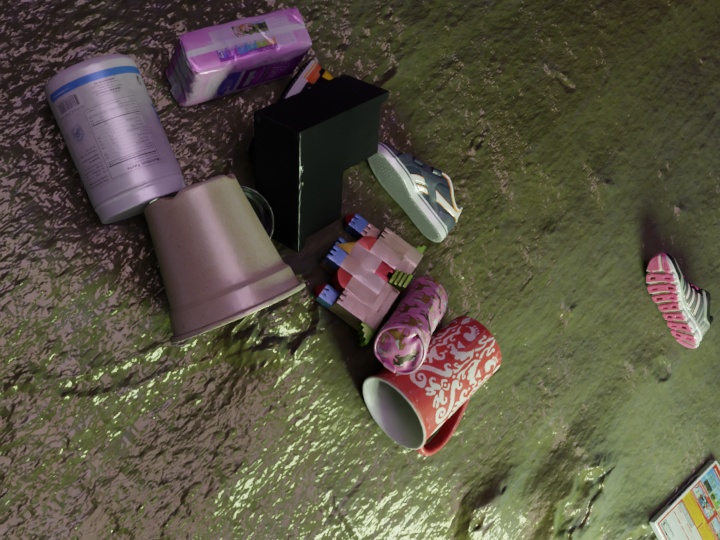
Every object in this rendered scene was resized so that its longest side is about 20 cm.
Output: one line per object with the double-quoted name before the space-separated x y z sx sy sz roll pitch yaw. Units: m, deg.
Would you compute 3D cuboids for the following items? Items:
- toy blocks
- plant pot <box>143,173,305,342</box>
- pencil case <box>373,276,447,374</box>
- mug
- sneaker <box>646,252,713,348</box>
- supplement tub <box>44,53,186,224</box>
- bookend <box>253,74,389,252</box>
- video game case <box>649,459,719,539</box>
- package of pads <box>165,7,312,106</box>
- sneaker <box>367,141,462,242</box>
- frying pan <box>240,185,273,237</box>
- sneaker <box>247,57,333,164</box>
"toy blocks" 0.000 0.000 1.342 0.136 0.100 0.200 35 69 -5
"plant pot" -0.202 -0.025 1.174 0.200 0.200 0.184 -25 94 -27
"pencil case" 0.079 0.081 1.310 0.200 0.082 0.087 -54 136 -65
"mug" 0.116 0.181 1.367 0.200 0.178 0.133 -35 62 -30
"sneaker" 0.617 0.045 1.643 0.087 0.074 0.201 -34 103 -26
"supplement tub" -0.333 -0.179 1.171 0.132 0.132 0.201 -25 95 -27
"bookend" -0.058 -0.166 1.295 0.200 0.092 0.200 -34 140 -40
"video game case" 0.643 0.476 1.624 0.200 0.017 0.143 -32 97 -26
"package of pads" -0.182 -0.316 1.270 0.199 0.120 0.076 -23 88 -27
"sneaker" 0.091 -0.145 1.407 0.079 0.078 0.200 -48 115 -19
"frying pan" -0.154 -0.054 1.273 0.189 0.031 0.115 29 105 -18
"sneaker" -0.094 -0.232 1.330 0.090 0.070 0.201 35 68 -15
